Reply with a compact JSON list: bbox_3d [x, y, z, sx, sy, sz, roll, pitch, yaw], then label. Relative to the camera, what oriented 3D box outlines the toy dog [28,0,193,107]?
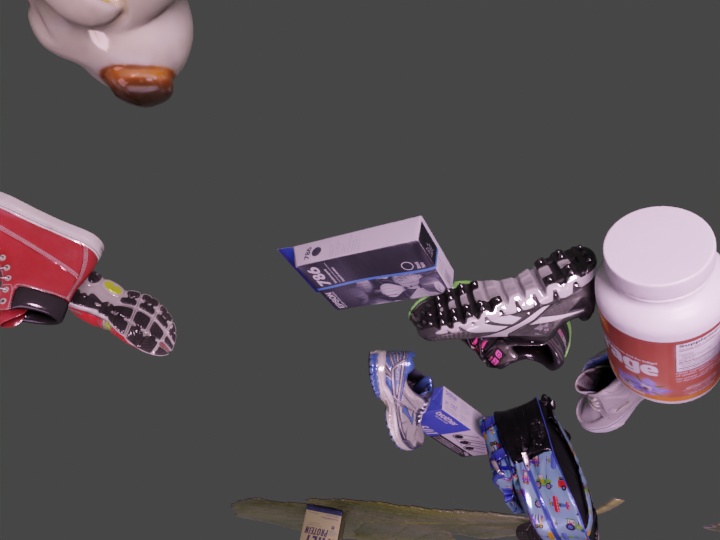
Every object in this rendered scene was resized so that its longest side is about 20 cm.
[{"bbox_3d":[-0.142,-0.204,0.312,0.192,0.141,0.200,-11,158,-36],"label":"toy dog"}]

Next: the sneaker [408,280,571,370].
[{"bbox_3d":[0.154,0.069,0.613,0.196,0.085,0.077,10,145,4],"label":"sneaker"}]

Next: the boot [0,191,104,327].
[{"bbox_3d":[-0.448,-0.012,0.641,0.197,0.146,0.072,23,146,-12],"label":"boot"}]

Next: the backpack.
[{"bbox_3d":[0.284,0.329,0.810,0.133,0.202,0.183,-23,135,15],"label":"backpack"}]

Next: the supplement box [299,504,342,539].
[{"bbox_3d":[-0.140,0.977,1.856,0.132,0.203,0.201,7,146,7],"label":"supplement box"}]

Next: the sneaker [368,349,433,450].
[{"bbox_3d":[0.078,0.206,0.809,0.084,0.078,0.202,-14,121,14],"label":"sneaker"}]

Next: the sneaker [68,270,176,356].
[{"bbox_3d":[-0.374,0.065,0.797,0.199,0.078,0.085,37,145,-15],"label":"sneaker"}]

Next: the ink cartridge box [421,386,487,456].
[{"bbox_3d":[0.167,0.275,0.928,0.093,0.045,0.199,-22,132,37],"label":"ink cartridge box"}]

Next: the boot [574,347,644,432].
[{"bbox_3d":[0.316,0.151,0.675,0.094,0.074,0.201,5,138,-14],"label":"boot"}]

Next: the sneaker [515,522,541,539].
[{"bbox_3d":[0.540,0.761,1.450,0.196,0.077,0.115,-6,135,16],"label":"sneaker"}]

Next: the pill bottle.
[{"bbox_3d":[0.290,0.037,0.501,0.111,0.114,0.201,-8,139,27],"label":"pill bottle"}]

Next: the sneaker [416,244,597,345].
[{"bbox_3d":[0.159,0.050,0.553,0.197,0.067,0.091,-21,118,15],"label":"sneaker"}]

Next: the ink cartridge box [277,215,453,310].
[{"bbox_3d":[0.000,0.000,0.607,0.197,0.040,0.100,-10,139,30],"label":"ink cartridge box"}]
